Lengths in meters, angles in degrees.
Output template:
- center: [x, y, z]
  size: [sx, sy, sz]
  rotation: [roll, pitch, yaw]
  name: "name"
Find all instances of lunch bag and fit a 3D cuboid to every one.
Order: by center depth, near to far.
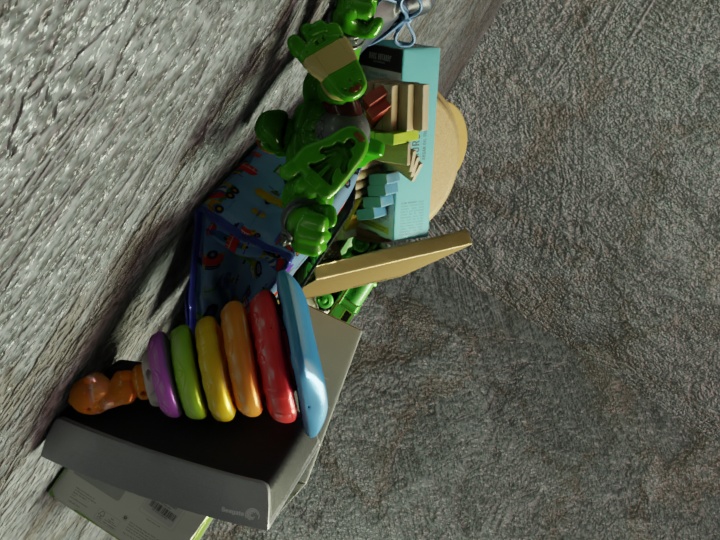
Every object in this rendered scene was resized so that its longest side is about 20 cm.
- center: [-0.091, -0.007, 0.977]
  size: [0.151, 0.094, 0.200]
  rotation: [-56, 172, -45]
  name: "lunch bag"

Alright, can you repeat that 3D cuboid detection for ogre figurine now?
- center: [-0.028, -0.105, 0.820]
  size: [0.120, 0.098, 0.200]
  rotation: [133, -51, -76]
  name: "ogre figurine"

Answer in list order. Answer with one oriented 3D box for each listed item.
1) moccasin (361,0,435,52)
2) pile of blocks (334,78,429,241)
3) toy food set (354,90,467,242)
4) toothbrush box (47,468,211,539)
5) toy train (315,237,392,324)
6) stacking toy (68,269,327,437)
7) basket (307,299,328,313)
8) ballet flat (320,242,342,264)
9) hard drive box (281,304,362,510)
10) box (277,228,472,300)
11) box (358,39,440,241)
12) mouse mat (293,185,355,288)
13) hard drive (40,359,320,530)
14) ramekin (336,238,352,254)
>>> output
- center: [0.037, -0.247, 0.914]
  size: [0.200, 0.068, 0.080]
  rotation: [-56, 178, -6]
  name: "moccasin"
- center: [0.006, -0.102, 1.074]
  size: [0.062, 0.082, 0.200]
  rotation: [-21, 141, -51]
  name: "pile of blocks"
- center: [0.031, -0.130, 1.208]
  size: [0.200, 0.198, 0.049]
  rotation: [-58, -143, -3]
  name: "toy food set"
- center: [-0.227, 0.238, 1.117]
  size: [0.086, 0.145, 0.200]
  rotation: [-57, 178, -15]
  name: "toothbrush box"
- center: [-0.022, 0.033, 1.323]
  size: [0.200, 0.056, 0.042]
  rotation: [-57, 178, 23]
  name: "toy train"
- center: [-0.133, 0.082, 0.853]
  size: [0.116, 0.200, 0.110]
  rotation: [84, -7, -51]
  name: "stacking toy"
- center: [-0.087, 0.057, 1.493]
  size: [0.200, 0.139, 0.176]
  rotation: [-4, 136, -47]
  name: "basket"
- center: [-0.096, -0.008, 1.256]
  size: [0.200, 0.065, 0.070]
  rotation: [-24, 167, 41]
  name: "ballet flat"
- center: [-0.083, 0.165, 1.223]
  size: [0.156, 0.077, 0.200]
  rotation: [-55, -168, 55]
  name: "hard drive box"
- center: [0.000, 0.000, 1.174]
  size: [0.200, 0.021, 0.163]
  rotation: [-13, 173, -30]
  name: "box"
- center: [0.035, -0.138, 1.128]
  size: [0.049, 0.082, 0.200]
  rotation: [-9, 111, -33]
  name: "box"
- center: [-0.043, -0.086, 1.080]
  size: [0.161, 0.008, 0.200]
  rotation: [125, -29, -41]
  name: "mouse mat"
- center: [-0.144, 0.136, 0.884]
  size: [0.135, 0.200, 0.042]
  rotation: [-53, 155, -59]
  name: "hard drive"
- center: [-0.044, -0.074, 1.337]
  size: [0.200, 0.098, 0.200]
  rotation: [-57, 178, -2]
  name: "ramekin"
